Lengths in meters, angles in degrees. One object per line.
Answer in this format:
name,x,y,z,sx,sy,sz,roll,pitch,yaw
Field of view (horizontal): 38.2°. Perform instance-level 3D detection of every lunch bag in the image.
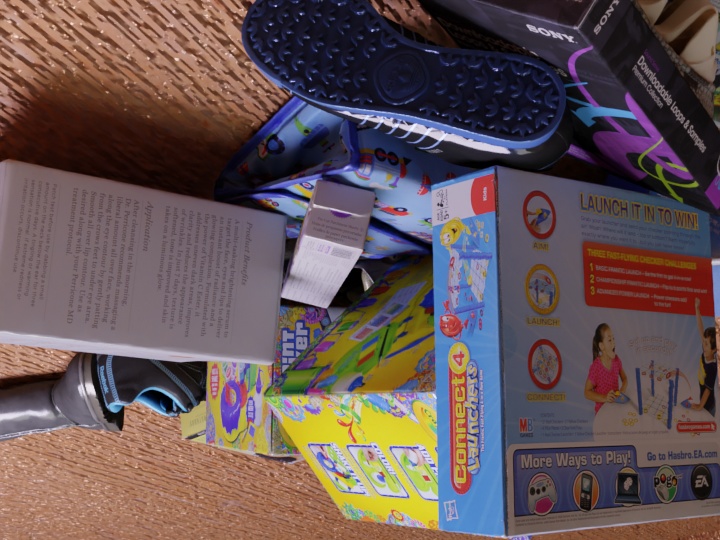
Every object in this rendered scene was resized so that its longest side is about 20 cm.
lunch bag,-0.002,-0.064,0.741,0.150,0.095,0.199,15,158,-32

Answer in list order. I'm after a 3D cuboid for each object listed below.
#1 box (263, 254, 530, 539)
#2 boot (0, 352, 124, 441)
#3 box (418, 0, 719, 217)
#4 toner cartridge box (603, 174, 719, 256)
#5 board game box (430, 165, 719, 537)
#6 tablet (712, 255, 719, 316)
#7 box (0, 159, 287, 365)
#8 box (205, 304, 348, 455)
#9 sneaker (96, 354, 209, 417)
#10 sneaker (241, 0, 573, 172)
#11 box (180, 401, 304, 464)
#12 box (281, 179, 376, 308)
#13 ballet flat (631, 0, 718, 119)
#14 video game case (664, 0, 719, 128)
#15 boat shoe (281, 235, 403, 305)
box,0.075,0.069,0.742,0.200,0.122,0.192,-43,-161,-33
boot,-0.346,0.132,1.042,0.198,0.073,0.182,1,151,-5
box,0.124,-0.110,0.596,0.200,0.143,0.036,37,87,-44
toner cartridge box,0.270,-0.045,0.843,0.199,0.043,0.096,17,105,-43
board game box,0.134,0.051,0.624,0.199,0.198,0.056,6,169,-37
tablet,0.244,0.015,0.840,0.198,0.014,0.130,-4,158,7
box,-0.175,0.003,0.723,0.199,0.107,0.152,10,171,-35
box,-0.023,0.100,0.942,0.191,0.123,0.200,3,173,-23
sneaker,-0.169,0.109,1.021,0.199,0.083,0.073,11,147,-37
sneaker,0.026,-0.103,0.598,0.199,0.071,0.078,24,172,19
box,-0.118,0.183,1.225,0.075,0.051,0.199,-24,150,28
box,-0.026,-0.013,0.721,0.041,0.039,0.200,15,166,-4
ballet flat,0.169,-0.144,0.604,0.072,0.072,0.200,-28,133,34
video game case,0.257,-0.164,0.678,0.199,0.022,0.182,9,149,-35
boat shoe,0.000,0.000,0.874,0.198,0.065,0.073,-1,151,-19
